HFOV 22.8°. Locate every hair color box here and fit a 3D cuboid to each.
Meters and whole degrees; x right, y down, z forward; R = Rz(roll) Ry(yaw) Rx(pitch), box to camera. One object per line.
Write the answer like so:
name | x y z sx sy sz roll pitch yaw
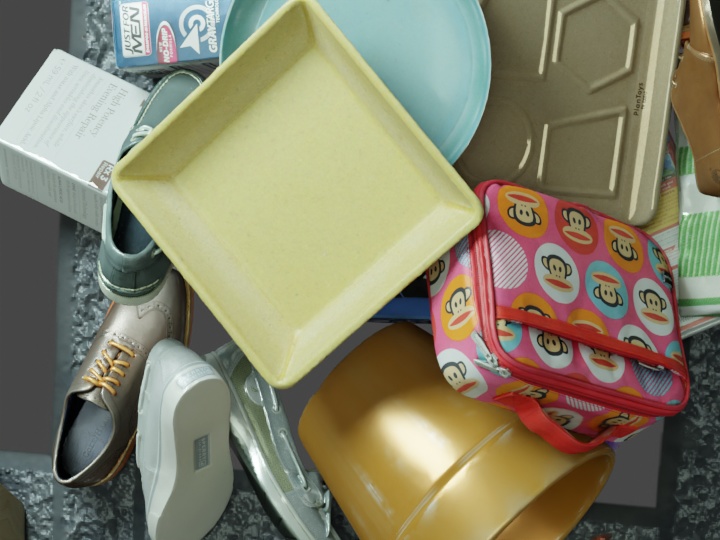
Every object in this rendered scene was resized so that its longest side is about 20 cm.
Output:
hair color box | -0.084 -0.190 1.382 0.198 0.100 0.061 -5 90 8

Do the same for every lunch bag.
lunch bag | 0.139 0.041 1.261 0.082 0.199 0.178 -33 50 45

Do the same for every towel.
towel | 0.296 -0.069 1.303 0.152 0.023 0.202 -4 84 41

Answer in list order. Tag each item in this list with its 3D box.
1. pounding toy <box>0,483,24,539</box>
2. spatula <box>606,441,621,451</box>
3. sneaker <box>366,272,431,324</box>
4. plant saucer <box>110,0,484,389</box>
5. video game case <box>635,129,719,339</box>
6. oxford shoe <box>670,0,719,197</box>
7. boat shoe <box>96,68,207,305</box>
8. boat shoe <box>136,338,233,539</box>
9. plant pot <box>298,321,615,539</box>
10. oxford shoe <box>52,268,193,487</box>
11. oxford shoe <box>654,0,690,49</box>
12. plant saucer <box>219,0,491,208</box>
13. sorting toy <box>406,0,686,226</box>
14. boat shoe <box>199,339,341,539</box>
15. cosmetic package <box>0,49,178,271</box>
pounding toy | -0.343 0.242 1.404 0.182 0.200 0.144 -10 62 9
spatula | 0.223 0.048 1.382 0.056 0.021 0.201 33 93 12
sneaker | 0.000 0.000 1.397 0.198 0.070 0.079 2 84 5
plant saucer | -0.042 -0.054 1.248 0.200 0.048 0.200 -41 85 15
video game case | 0.191 -0.033 1.375 0.142 0.017 0.202 -22 82 9
oxford shoe | 0.250 -0.150 1.284 0.071 0.071 0.202 -8 87 46
boat shoe | -0.147 -0.073 1.321 0.072 0.062 0.202 13 62 3
boat shoe | -0.146 0.137 1.392 0.072 0.201 0.069 -24 50 -24
plant pot | 0.058 0.144 1.338 0.183 0.200 0.200 45 98 21
oxford shoe | -0.188 0.081 1.413 0.071 0.073 0.202 22 95 8
oxford shoe | 0.233 -0.201 1.350 0.198 0.071 0.074 -18 84 9
plant saucer | -0.003 -0.146 1.264 0.198 0.027 0.202 2 97 14
sorting toy | 0.131 -0.131 1.302 0.198 0.036 0.187 4 99 -15
boat shoe | -0.060 0.146 1.406 0.064 0.074 0.203 -29 80 -11
cosmetic package | -0.175 -0.080 1.395 0.198 0.074 0.102 24 63 7
